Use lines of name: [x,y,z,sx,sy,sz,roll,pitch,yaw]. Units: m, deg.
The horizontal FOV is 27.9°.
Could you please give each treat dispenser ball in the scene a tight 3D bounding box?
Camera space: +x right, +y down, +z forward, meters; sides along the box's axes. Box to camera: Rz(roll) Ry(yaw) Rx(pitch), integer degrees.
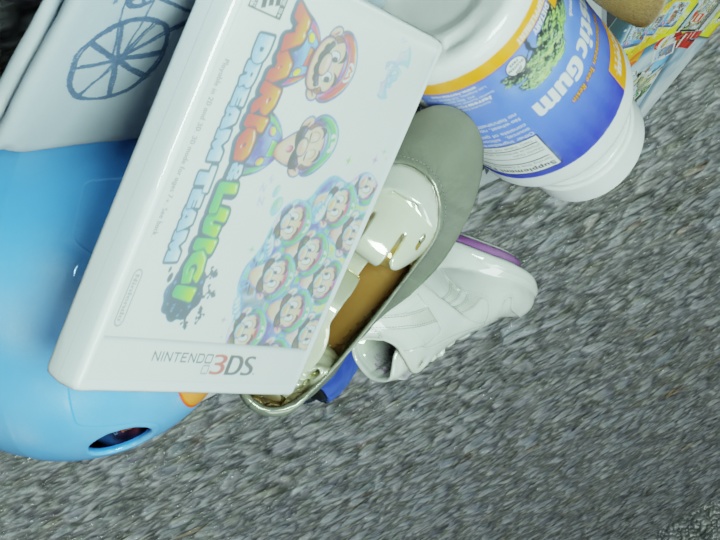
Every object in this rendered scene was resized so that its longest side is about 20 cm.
treat dispenser ball: [-0.153,-0.003,0.761,0.199,0.202,0.202,-25,154,-13]

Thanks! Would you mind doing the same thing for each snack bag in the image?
snack bag: [-0.052,-0.127,0.647,0.199,0.022,0.189,-12,150,-44]

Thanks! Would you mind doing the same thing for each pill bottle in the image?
pill bottle: [0.094,-0.118,0.855,0.112,0.113,0.200,-38,142,15]

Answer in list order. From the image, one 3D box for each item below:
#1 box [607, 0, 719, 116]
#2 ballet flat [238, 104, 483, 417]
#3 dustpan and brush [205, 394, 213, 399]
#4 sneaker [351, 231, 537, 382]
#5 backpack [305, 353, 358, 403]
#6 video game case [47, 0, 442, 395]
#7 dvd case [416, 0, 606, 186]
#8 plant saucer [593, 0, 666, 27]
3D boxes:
box: [0.196,-0.163,1.119,0.136,0.038,0.201,-8,146,-41]
ballet flat: [0.000,0.000,0.789,0.201,0.067,0.064,-53,-179,13]
dustpan and brush: [-0.157,0.073,1.032,0.138,0.058,0.200,-7,-173,-6]
sneaker: [0.037,0.020,0.909,0.199,0.074,0.101,10,98,-50]
backpack: [-0.049,-0.006,0.983,0.168,0.162,0.200,-49,155,-10]
video game case: [-0.045,-0.036,0.676,0.181,0.024,0.202,10,105,-61]
dvd case: [0.090,-0.135,0.946,0.199,0.025,0.152,-24,121,-36]
plant saucer: [0.121,-0.226,0.753,0.035,0.202,0.201,-8,152,-3]
